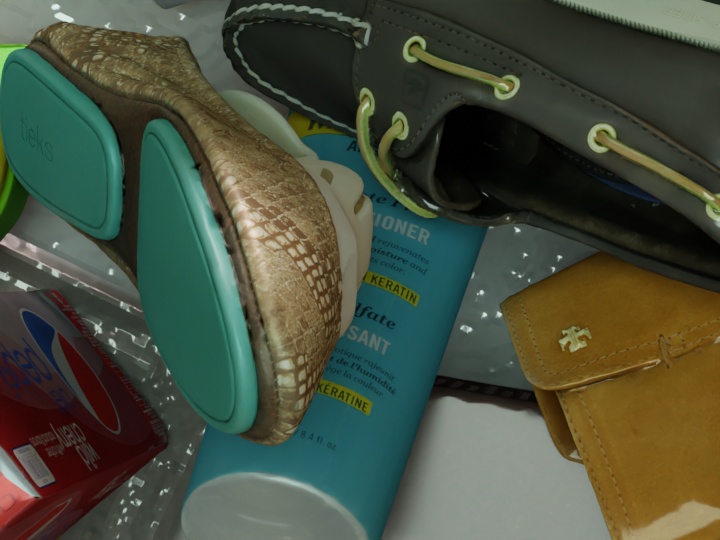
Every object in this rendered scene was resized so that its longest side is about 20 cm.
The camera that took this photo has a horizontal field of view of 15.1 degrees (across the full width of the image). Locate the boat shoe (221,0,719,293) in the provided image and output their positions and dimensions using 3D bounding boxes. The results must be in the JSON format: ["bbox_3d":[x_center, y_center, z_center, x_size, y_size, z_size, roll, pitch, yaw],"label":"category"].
[{"bbox_3d":[0.036,-0.043,0.723,0.201,0.072,0.061,16,61,35],"label":"boat shoe"}]

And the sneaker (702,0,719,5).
[{"bbox_3d":[0.114,-0.104,0.725,0.200,0.071,0.080,-30,70,46],"label":"sneaker"}]

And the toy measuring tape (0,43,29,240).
[{"bbox_3d":[-0.171,-0.032,0.814,0.200,0.074,0.074,0,90,5],"label":"toy measuring tape"}]

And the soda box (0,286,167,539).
[{"bbox_3d":[-0.110,0.050,0.740,0.070,0.200,0.063,-39,87,4],"label":"soda box"}]

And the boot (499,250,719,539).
[{"bbox_3d":[0.106,-0.014,0.748,0.144,0.071,0.201,-16,51,6],"label":"boot"}]

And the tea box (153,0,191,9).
[{"bbox_3d":[-0.001,-0.182,0.727,0.200,0.197,0.134,-20,79,6],"label":"tea box"}]

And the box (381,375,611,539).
[{"bbox_3d":[0.061,0.087,0.789,0.200,0.075,0.100,8,90,7],"label":"box"}]

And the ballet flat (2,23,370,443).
[{"bbox_3d":[-0.035,-0.019,0.699,0.065,0.200,0.071,-6,118,-22],"label":"ballet flat"}]

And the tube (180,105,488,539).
[{"bbox_3d":[0.000,0.000,0.761,0.077,0.050,0.200,15,47,2],"label":"tube"}]
